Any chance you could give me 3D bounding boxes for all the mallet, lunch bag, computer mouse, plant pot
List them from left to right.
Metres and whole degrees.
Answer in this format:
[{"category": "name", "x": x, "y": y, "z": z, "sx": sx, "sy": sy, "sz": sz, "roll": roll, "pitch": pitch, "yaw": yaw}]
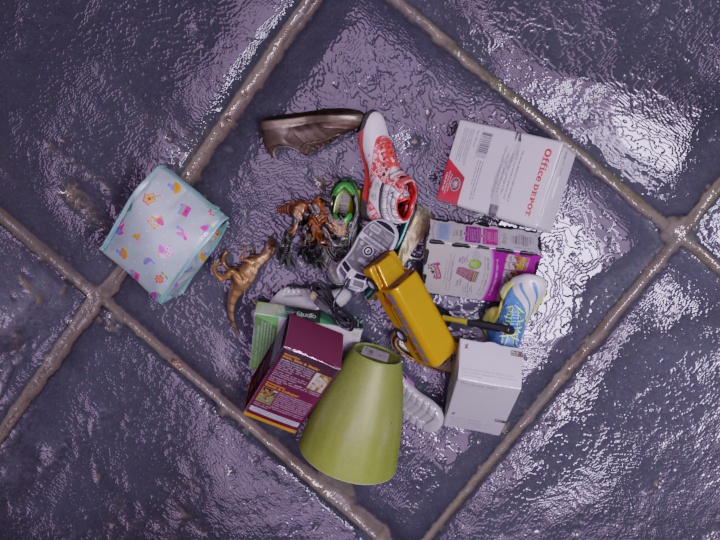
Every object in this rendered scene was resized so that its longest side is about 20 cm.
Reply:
[{"category": "lunch bag", "x": -0.358, "y": -0.072, "z": 1.278, "sx": 0.170, "sy": 0.122, "sz": 0.201, "roll": 39, "pitch": 103, "yaw": 2}, {"category": "computer mouse", "x": 0.000, "y": 0.000, "z": 1.220, "sx": 0.109, "sy": 0.044, "sz": 0.201, "roll": 37, "pitch": 85, "yaw": 20}, {"category": "plant pot", "x": 0.002, "y": 0.240, "z": 1.219, "sx": 0.184, "sy": 0.187, "sz": 0.204, "roll": 17, "pitch": 104, "yaw": 4}, {"category": "mallet", "x": 0.179, "y": 0.088, "z": 1.201, "sx": 0.065, "sy": 0.199, "sz": 0.042, "roll": 22, "pitch": 80, "yaw": -32}]

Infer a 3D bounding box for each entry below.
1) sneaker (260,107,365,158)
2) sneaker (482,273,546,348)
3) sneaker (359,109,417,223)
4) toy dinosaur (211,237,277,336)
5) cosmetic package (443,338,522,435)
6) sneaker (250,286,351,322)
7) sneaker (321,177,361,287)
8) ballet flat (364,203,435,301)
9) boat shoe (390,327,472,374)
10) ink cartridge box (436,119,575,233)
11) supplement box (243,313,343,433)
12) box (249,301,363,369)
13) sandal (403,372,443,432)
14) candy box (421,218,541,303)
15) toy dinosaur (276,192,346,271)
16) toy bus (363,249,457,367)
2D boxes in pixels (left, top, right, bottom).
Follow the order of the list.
[{"category": "sneaker", "x": -0.085, "y": -0.255, "z": 1.270, "sx": 0.196, "sy": 0.071, "sz": 0.077, "roll": -3, "pitch": 113, "yaw": 9}, {"category": "sneaker", "x": 0.270, "y": 0.091, "z": 1.185, "sx": 0.074, "sy": 0.201, "sz": 0.107, "roll": 6, "pitch": 59, "yaw": -7}, {"category": "sneaker", "x": 0.054, "y": -0.184, "z": 1.228, "sx": 0.107, "sy": 0.066, "sz": 0.206, "roll": 11, "pitch": 104, "yaw": 45}, {"category": "toy dinosaur", "x": -0.232, "y": 0.019, "z": 1.302, "sx": 0.105, "sy": 0.060, "sz": 0.202, "roll": 32, "pitch": 97, "yaw": 1}, {"category": "cosmetic package", "x": 0.212, "y": 0.208, "z": 1.202, "sx": 0.110, "sy": 0.201, "sz": 0.082, "roll": 8, "pitch": 56, "yaw": 6}, {"category": "sneaker", "x": -0.114, "y": 0.062, "z": 1.290, "sx": 0.197, "sy": 0.076, "sz": 0.082, "roll": -19, "pitch": 84, "yaw": 6}, {"category": "sneaker", "x": -0.040, "y": -0.070, "z": 1.262, "sx": 0.076, "sy": 0.085, "sz": 0.204, "roll": 1, "pitch": 95, "yaw": 6}, {"category": "ballet flat", "x": 0.079, "y": -0.022, "z": 1.267, "sx": 0.070, "sy": 0.071, "sz": 0.203, "roll": 28, "pitch": 97, "yaw": 3}, {"category": "boat shoe", "x": 0.148, "y": 0.156, "z": 1.266, "sx": 0.196, "sy": 0.074, "sz": 0.077, "roll": 13, "pitch": 96, "yaw": 5}, {"category": "ink cartridge box", "x": 0.251, "y": -0.163, "z": 1.183, "sx": 0.198, "sy": 0.083, "sz": 0.147, "roll": 22, "pitch": 98, "yaw": 34}, {"category": "supplement box", "x": -0.121, "y": 0.187, "z": 1.224, "sx": 0.109, "sy": 0.086, "sz": 0.201, "roll": 23, "pitch": 126, "yaw": -15}, {"category": "box", "x": -0.102, "y": 0.134, "z": 1.260, "sx": 0.196, "sy": 0.037, "sz": 0.146, "roll": 8, "pitch": 128, "yaw": -6}, {"category": "sandal", "x": 0.076, "y": 0.225, "z": 1.292, "sx": 0.202, "sy": 0.050, "sz": 0.083, "roll": 44, "pitch": 123, "yaw": 14}, {"category": "candy box", "x": 0.210, "y": -0.013, "z": 1.218, "sx": 0.196, "sy": 0.062, "sz": 0.138, "roll": 7, "pitch": 137, "yaw": 4}, {"category": "toy dinosaur", "x": -0.091, "y": -0.077, "z": 1.234, "sx": 0.100, "sy": 0.200, "sz": 0.138, "roll": 10, "pitch": 105, "yaw": -19}, {"category": "toy bus", "x": 0.085, "y": 0.065, "z": 1.177, "sx": 0.065, "sy": 0.078, "sz": 0.202, "roll": -36, "pitch": 107, "yaw": -22}]
